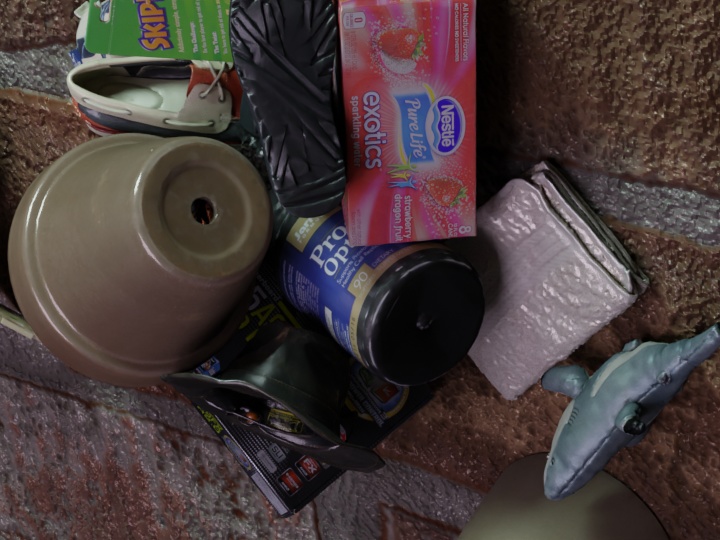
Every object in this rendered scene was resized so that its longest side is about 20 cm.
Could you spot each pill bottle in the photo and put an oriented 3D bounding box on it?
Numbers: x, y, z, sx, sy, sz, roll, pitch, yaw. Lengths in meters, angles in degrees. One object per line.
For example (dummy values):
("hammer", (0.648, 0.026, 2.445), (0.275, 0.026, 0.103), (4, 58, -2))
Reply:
("pill bottle", (0.000, 0.000, 1.701), (0.200, 0.111, 0.113), (38, 141, 48))

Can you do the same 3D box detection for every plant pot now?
("plant pot", (-0.148, -0.023, 1.663), (0.201, 0.200, 0.174), (57, 150, -5))
("plant pot", (0.127, 0.278, 1.742), (0.186, 0.200, 0.189), (22, 130, 29))

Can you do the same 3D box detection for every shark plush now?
("shark plush", (0.213, 0.103, 1.634), (0.199, 0.084, 0.091), (-29, 113, 37))

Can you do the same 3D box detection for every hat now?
("hat", (-0.054, 0.086, 1.676), (0.199, 0.081, 0.201), (23, 168, 5))

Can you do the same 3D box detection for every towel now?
("towel", (0.126, 0.012, 1.687), (0.133, 0.034, 0.200), (49, 139, 6))

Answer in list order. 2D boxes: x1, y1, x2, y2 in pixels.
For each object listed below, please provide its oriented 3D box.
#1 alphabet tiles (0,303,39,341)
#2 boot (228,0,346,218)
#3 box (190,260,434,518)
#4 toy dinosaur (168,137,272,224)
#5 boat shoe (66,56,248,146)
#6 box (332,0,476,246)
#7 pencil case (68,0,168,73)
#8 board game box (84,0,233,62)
("alphabet tiles", (-0.355, 0.030, 2.048), (0.166, 0.006, 0.200), (30, 178, -12))
("boot", (-0.059, -0.148, 1.605), (0.168, 0.076, 0.202), (-120, 19, -71))
("box", (-0.061, 0.077, 1.807), (0.200, 0.160, 0.044), (52, 163, 1))
("toy dinosaur", (-0.153, -0.070, 1.834), (0.198, 0.102, 0.137), (-8, 104, 3))
("boat shoe", (-0.134, -0.142, 1.738), (0.198, 0.072, 0.063), (-1, 155, 9))
("box", (0.032, -0.128, 1.603), (0.102, 0.095, 0.201), (-4, 123, -5))
("pencil case", (-0.157, -0.213, 1.759), (0.089, 0.078, 0.200), (43, 141, -14))
("board game box", (-0.108, -0.202, 1.661), (0.030, 0.198, 0.096), (-105, 22, -45))
